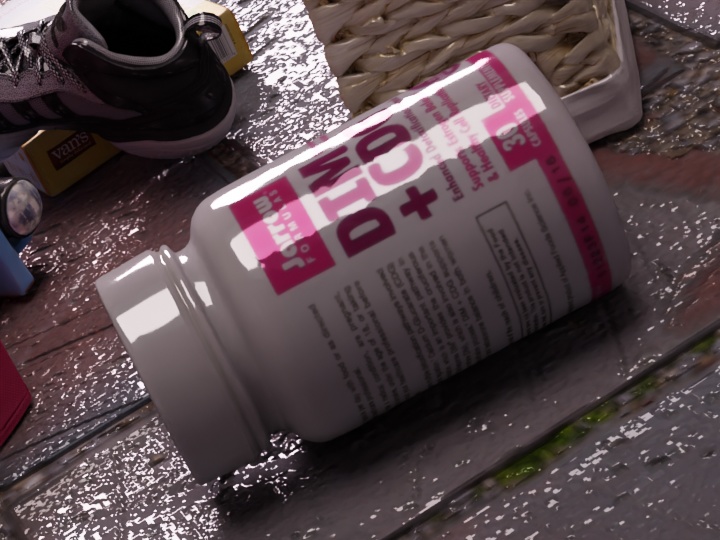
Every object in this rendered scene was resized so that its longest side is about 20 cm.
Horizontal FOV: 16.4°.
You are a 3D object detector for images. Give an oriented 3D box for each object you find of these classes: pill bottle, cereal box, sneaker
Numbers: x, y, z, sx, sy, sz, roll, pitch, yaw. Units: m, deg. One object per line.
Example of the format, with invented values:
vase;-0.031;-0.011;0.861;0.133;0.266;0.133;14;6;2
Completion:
pill bottle;0.000;0.000;1.028;0.199;0.114;0.113;-28;28;-4
cereal box;-0.168;-0.115;1.434;0.144;0.040;0.200;-36;30;-17
sneaker;-0.163;-0.112;1.282;0.199;0.114;0.076;2;63;-2

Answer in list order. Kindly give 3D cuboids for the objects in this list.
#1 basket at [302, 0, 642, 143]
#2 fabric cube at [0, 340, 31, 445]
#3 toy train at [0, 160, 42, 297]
basket;0.049;-0.143;1.217;0.135;0.124;0.200;-20;29;11
fabric cube;-0.305;0.038;1.119;0.199;0.200;0.196;-2;35;36
toy train;-0.256;-0.009;1.286;0.199;0.087;0.115;-3;45;32
